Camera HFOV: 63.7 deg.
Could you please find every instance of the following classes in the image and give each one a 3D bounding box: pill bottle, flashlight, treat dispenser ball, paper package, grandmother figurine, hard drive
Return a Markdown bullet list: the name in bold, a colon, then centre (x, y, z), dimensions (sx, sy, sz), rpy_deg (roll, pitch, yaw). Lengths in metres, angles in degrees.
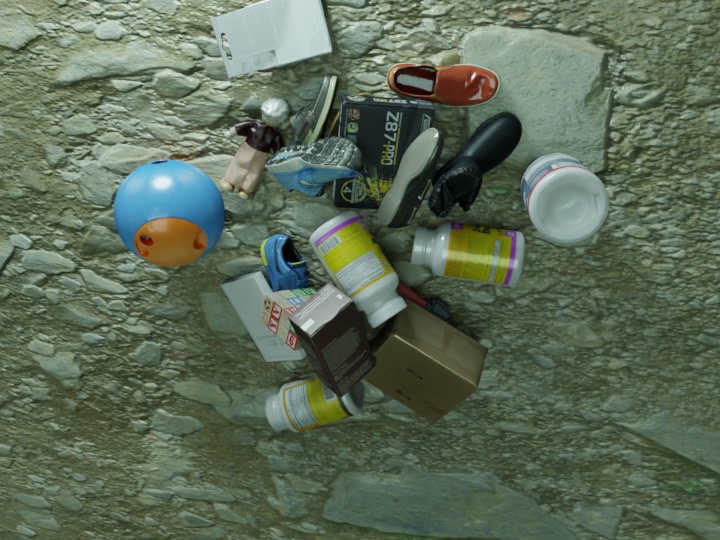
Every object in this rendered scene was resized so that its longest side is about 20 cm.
- **pill bottle**: centre (0.198, -0.034, 1.085), dimensions (0.199, 0.104, 0.105), rpy_deg (8, 112, 5)
- **flashlight**: centre (0.089, 0.039, 1.156), dimensions (0.200, 0.068, 0.068), rpy_deg (35, 137, -9)
- **treat dispenser ball**: centre (-0.358, -0.107, 1.094), dimensions (0.200, 0.201, 0.202), rpy_deg (3, 111, 8)
- **paper package**: centre (0.119, 0.183, 1.153), dimensions (0.200, 0.104, 0.191), rpy_deg (31, 137, -4)
- **pill bottle**: centre (-0.101, 0.281, 1.252), dimensions (0.199, 0.109, 0.110), rpy_deg (-20, 106, 16)
- **grandmother figurine**: centre (-0.198, -0.237, 1.099), dimensions (0.121, 0.061, 0.200), rpy_deg (22, 113, -31)
- **hard drive**: centre (-0.203, 0.100, 1.213), dimensions (0.132, 0.027, 0.200), rpy_deg (-12, 112, 45)
- **pill bottle**: centre (0.333, -0.131, 0.974), dimensions (0.119, 0.200, 0.120), rpy_deg (3, 111, 8)
- **pill bottle**: centre (0.000, 0.000, 1.053), dimensions (0.104, 0.104, 0.200), rpy_deg (-34, 85, 19)

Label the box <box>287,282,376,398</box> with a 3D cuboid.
- **box**: centre (-0.047, 0.129, 1.042), dimensions (0.075, 0.100, 0.200), rpy_deg (34, 154, 36)

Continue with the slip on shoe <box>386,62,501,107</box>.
- **slip on shoe**: centre (0.143, -0.324, 1.007), dimensions (0.199, 0.061, 0.074), rpy_deg (8, 110, 4)

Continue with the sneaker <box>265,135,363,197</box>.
- **sneaker**: centre (-0.070, -0.175, 1.016), dimensions (0.199, 0.078, 0.090), rpy_deg (5, 138, 39)

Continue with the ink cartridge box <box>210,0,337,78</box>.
- **ink cartridge box**: centre (-0.152, -0.417, 1.024), dimensions (0.199, 0.050, 0.109), rpy_deg (-10, 109, 14)

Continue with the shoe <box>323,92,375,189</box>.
- **shoe**: centre (-0.036, -0.242, 1.068), dimensions (0.070, 0.053, 0.200), rpy_deg (26, 114, -22)

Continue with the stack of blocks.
- **stack of blocks**: centre (-0.079, 0.085, 1.127), dimensions (0.115, 0.200, 0.059), rpy_deg (33, 117, 38)

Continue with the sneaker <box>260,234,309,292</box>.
- **sneaker**: centre (-0.134, 0.022, 1.168), dimensions (0.078, 0.066, 0.201), rpy_deg (-5, 112, 43)

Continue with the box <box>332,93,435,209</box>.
- **box**: centre (0.037, -0.206, 1.039), dimensions (0.160, 0.049, 0.201), rpy_deg (2, 123, -10)

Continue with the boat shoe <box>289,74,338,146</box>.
- **boat shoe**: centre (-0.098, -0.264, 1.060), dimensions (0.066, 0.072, 0.201), rpy_deg (21, 115, -5)

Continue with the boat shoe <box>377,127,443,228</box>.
- **boat shoe**: centre (0.097, -0.158, 1.017), dimensions (0.057, 0.067, 0.200), rpy_deg (8, 128, -32)

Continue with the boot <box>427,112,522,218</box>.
- **boot**: centre (0.200, -0.179, 0.995), dimensions (0.200, 0.168, 0.076), rpy_deg (-39, 102, 20)
